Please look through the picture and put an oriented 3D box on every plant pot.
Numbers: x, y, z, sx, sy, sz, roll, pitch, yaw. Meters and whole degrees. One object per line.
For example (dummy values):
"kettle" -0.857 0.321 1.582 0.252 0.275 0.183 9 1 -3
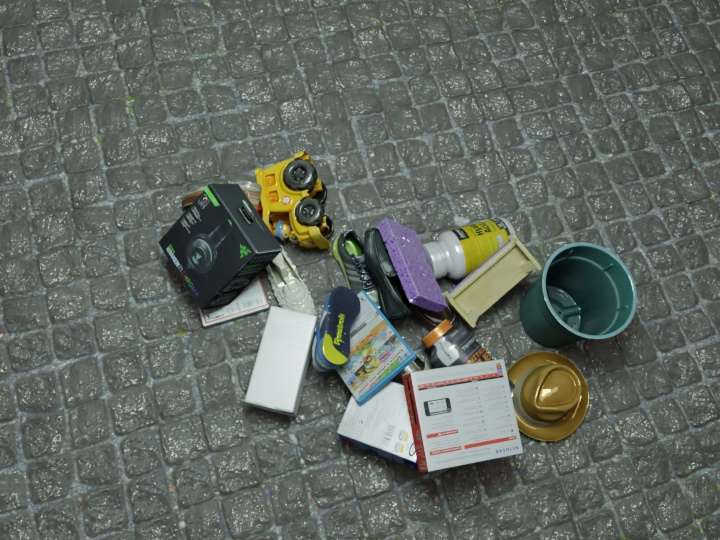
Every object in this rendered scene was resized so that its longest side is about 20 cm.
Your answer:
"plant pot" 0.440 0.070 1.436 0.199 0.196 0.201 3 70 -8

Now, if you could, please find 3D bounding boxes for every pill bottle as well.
"pill bottle" 0.214 0.197 1.400 0.106 0.106 0.200 -38 82 -20
"pill bottle" 0.236 -0.042 1.496 0.199 0.111 0.112 -16 72 -14

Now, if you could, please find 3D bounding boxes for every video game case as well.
"video game case" -0.290 0.009 1.449 0.142 0.017 0.201 -16 73 -14
"video game case" 0.003 0.150 1.370 0.143 0.018 0.200 -40 52 1

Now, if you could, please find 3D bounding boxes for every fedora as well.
"fedora" 0.396 0.255 1.421 0.200 0.082 0.202 3 69 -7

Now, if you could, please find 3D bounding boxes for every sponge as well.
"sponge" 0.107 -0.011 1.404 0.111 0.030 0.201 21 39 -48

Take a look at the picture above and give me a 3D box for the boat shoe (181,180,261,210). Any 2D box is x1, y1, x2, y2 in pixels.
"boat shoe" -0.298 -0.142 1.443 0.199 0.076 0.072 -5 86 30

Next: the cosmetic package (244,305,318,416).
"cosmetic package" -0.155 0.182 1.365 0.101 0.074 0.201 13 72 5

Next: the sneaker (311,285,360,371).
"sneaker" -0.055 0.115 1.359 0.074 0.082 0.200 28 45 -12

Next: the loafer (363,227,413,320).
"loafer" 0.062 0.004 1.417 0.068 0.070 0.201 -13 85 -53

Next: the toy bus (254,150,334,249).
"toy bus" -0.166 -0.133 1.469 0.191 0.136 0.201 -15 73 4

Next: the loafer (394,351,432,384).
"loafer" 0.123 0.230 1.398 0.200 0.068 0.076 43 70 9

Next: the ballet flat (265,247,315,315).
"ballet flat" -0.161 0.017 1.441 0.072 0.072 0.200 -28 76 -17

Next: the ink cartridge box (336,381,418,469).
"ink cartridge box" 0.072 0.298 1.328 0.199 0.076 0.137 15 67 21

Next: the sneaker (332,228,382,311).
"sneaker" 0.000 0.000 1.461 0.074 0.081 0.200 -26 76 -17

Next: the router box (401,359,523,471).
"router box" 0.191 0.269 1.278 0.199 0.049 0.180 -4 76 -19

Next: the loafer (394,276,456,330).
"loafer" 0.126 0.055 1.464 0.200 0.071 0.073 41 69 8

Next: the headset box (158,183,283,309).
"headset box" -0.276 -0.053 1.357 0.200 0.093 0.174 -41 76 25

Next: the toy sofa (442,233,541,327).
"toy sofa" 0.274 0.018 1.441 0.200 0.098 0.083 -42 103 7
